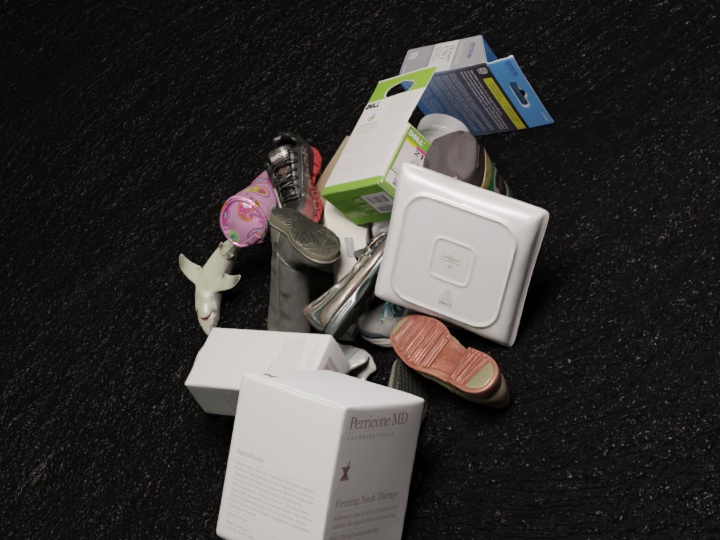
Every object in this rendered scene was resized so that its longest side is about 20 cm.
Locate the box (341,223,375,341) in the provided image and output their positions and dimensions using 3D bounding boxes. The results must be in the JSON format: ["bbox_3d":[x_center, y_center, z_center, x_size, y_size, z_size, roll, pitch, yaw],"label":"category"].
[{"bbox_3d":[0.006,0.007,1.802,0.041,0.039,0.202,4,59,39],"label":"box"}]

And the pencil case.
[{"bbox_3d":[-0.144,-0.107,1.930,0.086,0.088,0.200,-18,14,27],"label":"pencil case"}]

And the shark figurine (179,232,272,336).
[{"bbox_3d":[-0.197,-0.013,1.971,0.214,0.089,0.129,-44,72,12],"label":"shark figurine"}]

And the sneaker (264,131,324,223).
[{"bbox_3d":[-0.103,-0.129,1.847,0.070,0.098,0.203,-23,44,21],"label":"sneaker"}]

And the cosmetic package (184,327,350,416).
[{"bbox_3d":[-0.125,0.140,1.660,0.197,0.074,0.103,2,50,31],"label":"cosmetic package"}]

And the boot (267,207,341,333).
[{"bbox_3d":[-0.086,0.031,1.747,0.182,0.071,0.203,-137,50,-58],"label":"boot"}]

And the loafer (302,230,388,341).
[{"bbox_3d":[0.000,0.000,1.660,0.063,0.072,0.201,34,77,16],"label":"loafer"}]

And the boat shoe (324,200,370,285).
[{"bbox_3d":[-0.014,-0.029,1.770,0.071,0.069,0.202,-3,53,-13],"label":"boat shoe"}]

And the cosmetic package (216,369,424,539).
[{"bbox_3d":[-0.048,0.235,1.477,0.165,0.166,0.204,13,96,37],"label":"cosmetic package"}]

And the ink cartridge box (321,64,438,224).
[{"bbox_3d":[0.049,-0.174,1.713,0.147,0.075,0.202,-6,53,56],"label":"ink cartridge box"}]

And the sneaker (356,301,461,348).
[{"bbox_3d":[0.072,0.039,1.681,0.198,0.086,0.078,-18,45,28],"label":"sneaker"}]

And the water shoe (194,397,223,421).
[{"bbox_3d":[-0.137,0.166,1.766,0.196,0.079,0.072,-6,51,4],"label":"water shoe"}]

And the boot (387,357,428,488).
[{"bbox_3d":[0.016,0.208,1.604,0.129,0.068,0.202,-23,42,32],"label":"boot"}]

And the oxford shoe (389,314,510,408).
[{"bbox_3d":[0.111,0.122,1.582,0.071,0.074,0.199,-47,43,-7],"label":"oxford shoe"}]

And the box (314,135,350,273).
[{"bbox_3d":[-0.023,-0.100,1.890,0.094,0.078,0.202,12,64,45],"label":"box"}]

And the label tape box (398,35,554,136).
[{"bbox_3d":[0.175,-0.270,1.818,0.198,0.143,0.067,-5,52,37],"label":"label tape box"}]

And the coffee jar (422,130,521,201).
[{"bbox_3d":[0.156,-0.086,1.629,0.084,0.200,0.105,-17,44,27],"label":"coffee jar"}]

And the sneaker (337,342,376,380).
[{"bbox_3d":[-0.045,0.185,1.669,0.079,0.071,0.202,4,58,39],"label":"sneaker"}]

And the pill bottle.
[{"bbox_3d":[0.095,-0.122,1.783,0.110,0.111,0.202,-4,53,38],"label":"pill bottle"}]

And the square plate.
[{"bbox_3d":[0.120,-0.015,1.562,0.197,0.201,0.028,20,30,15],"label":"square plate"}]
